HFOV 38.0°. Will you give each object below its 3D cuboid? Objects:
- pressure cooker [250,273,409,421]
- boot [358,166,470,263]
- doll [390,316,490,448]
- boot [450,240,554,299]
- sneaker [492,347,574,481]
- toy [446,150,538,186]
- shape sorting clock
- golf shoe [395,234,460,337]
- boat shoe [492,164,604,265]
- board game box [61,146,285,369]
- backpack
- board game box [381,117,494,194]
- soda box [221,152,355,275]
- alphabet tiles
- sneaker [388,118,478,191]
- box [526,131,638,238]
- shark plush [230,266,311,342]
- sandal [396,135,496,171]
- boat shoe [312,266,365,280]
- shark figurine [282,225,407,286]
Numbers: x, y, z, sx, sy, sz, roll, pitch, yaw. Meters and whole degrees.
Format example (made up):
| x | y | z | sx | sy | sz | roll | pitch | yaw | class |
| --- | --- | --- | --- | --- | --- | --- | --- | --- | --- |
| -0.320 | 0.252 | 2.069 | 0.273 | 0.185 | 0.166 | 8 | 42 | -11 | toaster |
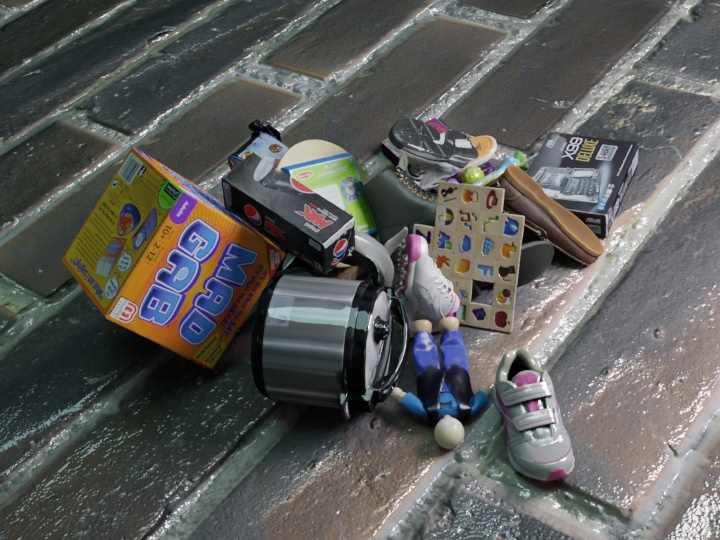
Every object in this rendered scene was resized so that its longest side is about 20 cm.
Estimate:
| x | y | z | sx | sy | sz | roll | pitch | yaw | class |
| --- | --- | --- | --- | --- | --- | --- | --- | --- | --- |
| -0.033 | 0.100 | 1.401 | 0.196 | 0.179 | 0.179 | 4 | 11 | 14 | pressure cooker |
| 0.101 | -0.112 | 1.562 | 0.198 | 0.140 | 0.077 | -26 | -5 | 11 | boot |
| 0.107 | 0.155 | 1.408 | 0.134 | 0.049 | 0.202 | -5 | 46 | -2 | doll |
| 0.180 | -0.044 | 1.609 | 0.197 | 0.070 | 0.175 | -17 | 41 | -4 | boot |
| 0.212 | 0.177 | 1.325 | 0.080 | 0.089 | 0.201 | -15 | 40 | -5 | sneaker |
| 0.184 | -0.146 | 1.697 | 0.198 | 0.115 | 0.048 | -26 | 85 | -20 | toy |
| -0.051 | -0.101 | 1.580 | 0.039 | 0.201 | 0.200 | -18 | 25 | 48 | shape sorting clock |
| 0.095 | 0.019 | 1.458 | 0.090 | 0.201 | 0.076 | -2 | 54 | 1 | golf shoe |
| 0.282 | -0.073 | 1.603 | 0.200 | 0.071 | 0.070 | 45 | 29 | 17 | boat shoe |
| -0.272 | -0.019 | 1.510 | 0.201 | 0.199 | 0.200 | -56 | 41 | 2 | board game box |
| -0.121 | -0.109 | 1.673 | 0.188 | 0.201 | 0.155 | 21 | 58 | 18 | backpack |
| 0.134 | -0.196 | 1.833 | 0.119 | 0.033 | 0.200 | -22 | 41 | -19 | board game box |
| -0.100 | -0.080 | 1.442 | 0.199 | 0.064 | 0.071 | 33 | 58 | 26 | soda box |
| 0.150 | -0.023 | 1.510 | 0.165 | 0.204 | 0.008 | 9 | 11 | 23 | alphabet tiles |
| 0.090 | -0.164 | 1.616 | 0.199 | 0.115 | 0.076 | 4 | 49 | -50 | sneaker |
| 0.352 | -0.143 | 1.699 | 0.155 | 0.050 | 0.201 | 12 | 46 | 25 | box |
| -0.164 | 0.056 | 1.553 | 0.199 | 0.092 | 0.083 | -34 | 31 | -18 | shark plush |
| 0.125 | -0.193 | 1.747 | 0.204 | 0.059 | 0.080 | -22 | 45 | 15 | sandal |
| -0.042 | 0.001 | 1.612 | 0.070 | 0.065 | 0.200 | 14 | 46 | 28 | boat shoe |
| -0.004 | -0.014 | 1.489 | 0.128 | 0.213 | 0.090 | -43 | 44 | 25 | shark figurine |
